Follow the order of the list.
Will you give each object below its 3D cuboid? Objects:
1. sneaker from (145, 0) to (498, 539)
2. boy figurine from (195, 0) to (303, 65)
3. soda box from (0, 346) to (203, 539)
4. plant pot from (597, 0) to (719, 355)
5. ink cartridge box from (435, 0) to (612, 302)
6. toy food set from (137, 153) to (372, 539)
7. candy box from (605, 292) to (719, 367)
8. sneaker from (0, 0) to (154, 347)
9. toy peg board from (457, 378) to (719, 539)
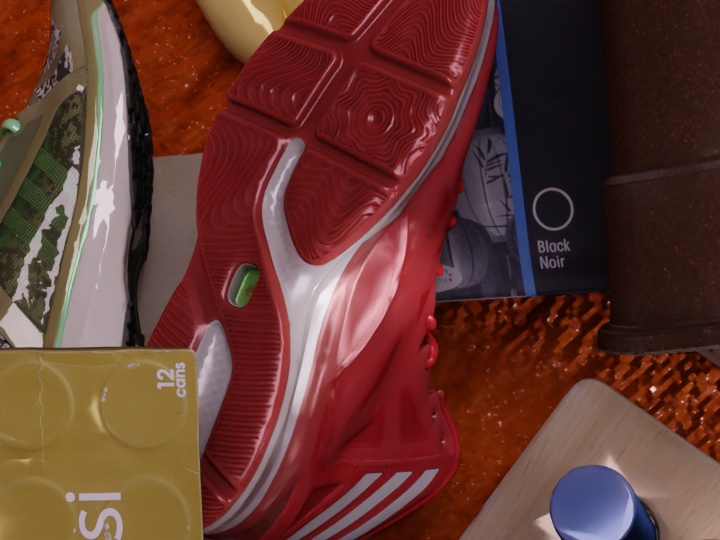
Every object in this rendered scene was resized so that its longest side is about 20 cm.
[{"bbox_3d":[0.000,0.000,0.931,0.078,0.115,0.201,28,88,33],"label":"sneaker"},{"bbox_3d":[-0.008,-0.111,1.041,0.123,0.065,0.201,4,67,-7],"label":"boy figurine"},{"bbox_3d":[-0.082,0.125,0.826,0.067,0.064,0.202,1,78,-17],"label":"soda box"},{"bbox_3d":[0.149,-0.090,0.851,0.199,0.200,0.200,-11,92,-4],"label":"plant pot"},{"bbox_3d":[0.047,-0.091,0.942,0.099,0.039,0.202,-5,100,23],"label":"ink cartridge box"},{"bbox_3d":[-0.102,0.042,0.994,0.198,0.060,0.145,-6,69,-11],"label":"toy food set"},{"bbox_3d":[0.159,-0.050,1.012,0.199,0.072,0.168,32,73,12],"label":"candy box"},{"bbox_3d":[-0.114,-0.013,0.946,0.088,0.077,0.201,0,66,1],"label":"sneaker"},{"bbox_3d":[0.077,0.153,0.787,0.199,0.098,0.200,35,82,19],"label":"toy peg board"}]
